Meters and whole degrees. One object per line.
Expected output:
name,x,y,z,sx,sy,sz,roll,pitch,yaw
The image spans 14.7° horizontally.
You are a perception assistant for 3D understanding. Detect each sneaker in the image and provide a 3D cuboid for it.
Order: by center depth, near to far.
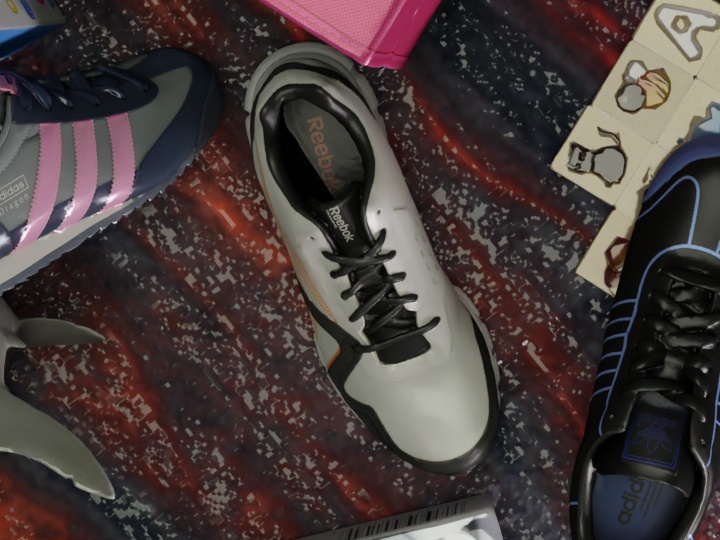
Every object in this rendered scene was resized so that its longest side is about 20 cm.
sneaker,-0.132,-0.057,1.150,0.070,0.200,0.082,15,130,36
sneaker,0.134,0.044,1.184,0.070,0.078,0.200,12,101,5
sneaker,0.000,0.000,1.197,0.074,0.080,0.200,-26,95,5

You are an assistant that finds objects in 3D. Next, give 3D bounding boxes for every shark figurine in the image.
shark figurine,-0.147,0.036,1.166,0.089,0.214,0.128,5,87,-18

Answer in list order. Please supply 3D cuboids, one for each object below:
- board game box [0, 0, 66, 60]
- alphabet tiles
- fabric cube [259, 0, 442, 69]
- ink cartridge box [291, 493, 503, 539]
board game box,-0.208,-0.170,1.135,0.056,0.200,0.196,-29,94,7
alphabet tiles,0.193,-0.035,1.213,0.200,0.006,0.166,31,98,1
fabric cube,-0.019,-0.215,1.116,0.196,0.200,0.199,32,96,2
ink cartridge box,-0.012,0.218,1.239,0.198,0.043,0.200,-14,96,6
